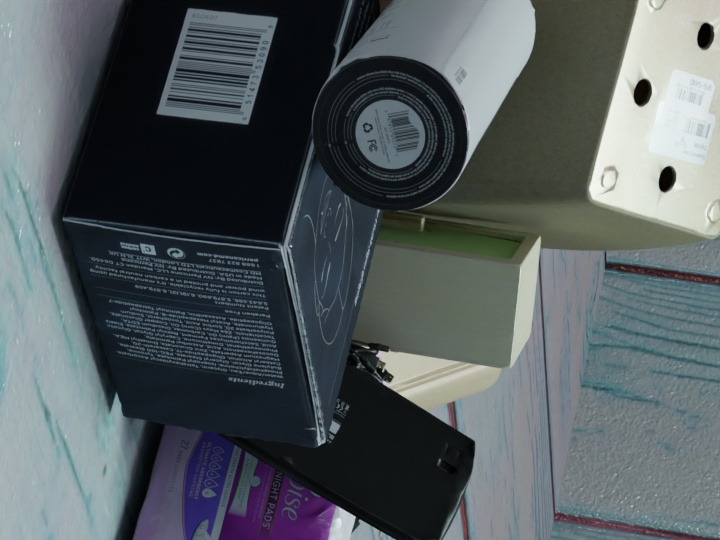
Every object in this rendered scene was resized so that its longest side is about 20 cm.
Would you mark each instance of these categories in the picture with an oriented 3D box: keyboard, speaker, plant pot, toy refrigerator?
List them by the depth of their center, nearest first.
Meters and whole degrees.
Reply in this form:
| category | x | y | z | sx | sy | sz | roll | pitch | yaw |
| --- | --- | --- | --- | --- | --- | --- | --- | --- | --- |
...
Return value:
| category | x | y | z | sx | sy | sz | roll | pitch | yaw |
| --- | --- | --- | --- | --- | --- | --- | --- | --- | --- |
| speaker | 0.035 | -0.100 | 1.481 | 0.200 | 0.081 | 0.082 | -58 | 155 | -67 |
| keyboard | -0.027 | 0.076 | 1.644 | 0.104 | 0.199 | 0.040 | -60 | -174 | -28 |
| toy refrigerator | 0.000 | 0.000 | 1.697 | 0.076 | 0.199 | 0.070 | -47 | 144 | -70 |
| plant pot | 0.125 | -0.111 | 1.703 | 0.199 | 0.176 | 0.201 | 14 | 91 | -47 |

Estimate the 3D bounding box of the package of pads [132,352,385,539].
| category | x | y | z | sx | sy | sz | roll | pitch | yaw |
| --- | --- | --- | --- | --- | --- | --- | --- | --- | --- |
| package of pads | -0.061 | 0.129 | 1.681 | 0.076 | 0.120 | 0.201 | 92 | 10 | -59 |

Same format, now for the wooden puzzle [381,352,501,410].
| category | x | y | z | sx | sy | sz | roll | pitch | yaw |
| --- | --- | --- | --- | --- | --- | --- | --- | --- | --- |
| wooden puzzle | 0.024 | 0.003 | 1.849 | 0.184 | 0.037 | 0.201 | -16 | 117 | -44 |

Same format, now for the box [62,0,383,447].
| category | x | y | z | sx | sy | sz | roll | pitch | yaw |
| --- | --- | --- | --- | --- | --- | --- | --- | --- | --- |
| box | -0.062 | -0.046 | 1.540 | 0.197 | 0.123 | 0.201 | 79 | 22 | -56 |

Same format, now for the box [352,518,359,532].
| category | x | y | z | sx | sy | sz | roll | pitch | yaw |
| --- | --- | --- | --- | --- | --- | --- | --- | --- | --- |
| box | -0.046 | 0.113 | 1.892 | 0.193 | 0.047 | 0.201 | -44 | 142 | -61 |
